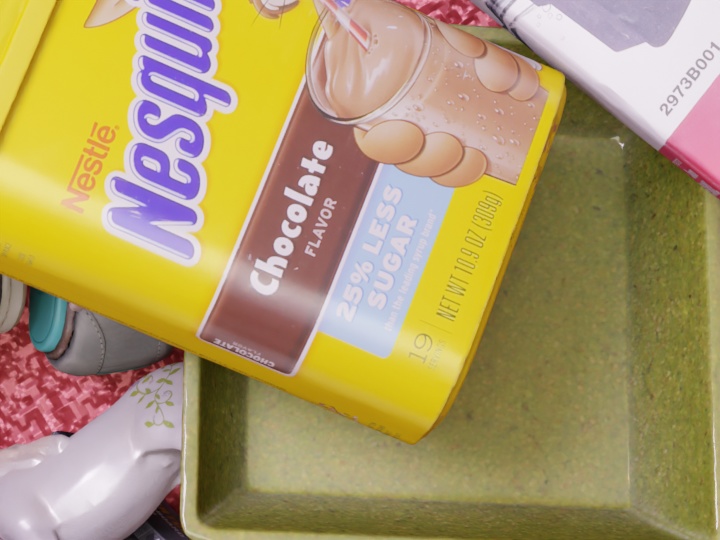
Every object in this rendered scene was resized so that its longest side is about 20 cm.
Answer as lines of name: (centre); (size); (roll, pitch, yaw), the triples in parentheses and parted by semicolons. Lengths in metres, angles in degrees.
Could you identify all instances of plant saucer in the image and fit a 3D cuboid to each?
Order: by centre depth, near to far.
plant saucer: (0.032, 0.011, 1.080); (0.198, 0.048, 0.201); (3, 73, -10)

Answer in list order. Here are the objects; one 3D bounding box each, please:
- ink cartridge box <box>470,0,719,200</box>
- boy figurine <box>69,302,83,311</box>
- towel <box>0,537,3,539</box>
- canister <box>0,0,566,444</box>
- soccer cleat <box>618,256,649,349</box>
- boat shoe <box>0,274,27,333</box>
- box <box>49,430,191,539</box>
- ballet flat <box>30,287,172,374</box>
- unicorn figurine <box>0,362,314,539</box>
ink cartridge box: (0.108, -0.134, 1.046); (0.200, 0.084, 0.145); (39, 94, 3)
boy figurine: (-0.130, -0.044, 1.100); (0.200, 0.064, 0.125); (-38, 90, 6)
towel: (-0.146, 0.152, 1.096); (0.199, 0.022, 0.145); (26, 131, 24)
canister: (-0.044, -0.042, 1.012); (0.199, 0.087, 0.149); (23, 72, -5)
soccer cleat: (0.126, 0.010, 1.131); (0.200, 0.073, 0.068); (-49, 120, -5)
boat shoe: (-0.193, -0.062, 1.165); (0.065, 0.072, 0.201); (-18, 82, -34)
box: (-0.122, 0.190, 1.167); (0.158, 0.048, 0.200); (41, 95, 24)
ballet flat: (-0.098, -0.060, 1.175); (0.063, 0.067, 0.201); (-1, 93, -22)
unicorn figurine: (-0.108, 0.087, 1.122); (0.199, 0.074, 0.138); (-23, 47, -13)
